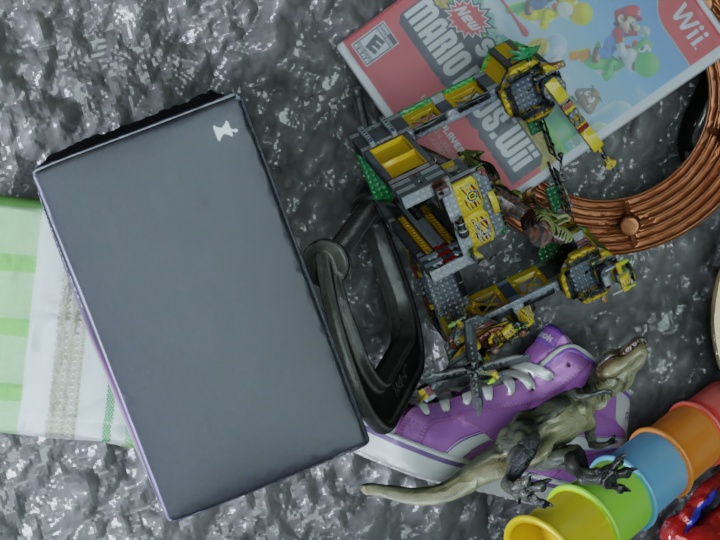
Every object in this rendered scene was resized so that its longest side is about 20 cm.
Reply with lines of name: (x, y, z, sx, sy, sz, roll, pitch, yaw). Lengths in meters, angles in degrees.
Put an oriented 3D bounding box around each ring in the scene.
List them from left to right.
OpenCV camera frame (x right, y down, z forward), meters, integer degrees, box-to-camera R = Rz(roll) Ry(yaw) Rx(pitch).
ring: (0.150, -0.108, 1.182, 0.200, 0.019, 0.201, 1, 98, 10)

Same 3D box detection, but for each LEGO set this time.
LEGO set: (0.086, -0.023, 1.104, 0.153, 0.116, 0.201, -18, 119, -10)

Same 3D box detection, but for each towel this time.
towel: (-0.145, 0.035, 1.179, 0.199, 0.031, 0.150, 8, 93, -9)

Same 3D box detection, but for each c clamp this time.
c clamp: (0.000, 0.000, 1.122, 0.027, 0.200, 0.171, -14, 109, 14)

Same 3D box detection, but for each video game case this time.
video game case: (0.105, -0.137, 1.166, 0.200, 0.017, 0.143, -35, 92, 12)

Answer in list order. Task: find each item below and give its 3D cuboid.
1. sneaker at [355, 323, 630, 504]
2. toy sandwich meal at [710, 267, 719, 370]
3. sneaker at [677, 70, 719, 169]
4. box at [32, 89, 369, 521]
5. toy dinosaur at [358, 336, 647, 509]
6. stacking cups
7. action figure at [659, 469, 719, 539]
sneaker: (0.078, 0.082, 1.204, 0.200, 0.073, 0.115, 14, 91, -22)
toy sandwich meal: (0.314, 0.023, 1.193, 0.204, 0.070, 0.206, 0, 94, -5)
sneaker: (0.291, -0.140, 1.219, 0.115, 0.076, 0.201, 19, 101, -21)
box: (-0.094, 0.011, 1.069, 0.123, 0.198, 0.201, -21, 97, -6)
toy dinosaur: (0.106, 0.109, 1.136, 0.200, 0.088, 0.048, -26, 121, -18)
stacking cups: (0.176, 0.128, 1.181, 0.200, 0.060, 0.061, -32, 103, -34)
action figure: (0.261, 0.154, 1.253, 0.200, 0.052, 0.066, -35, 97, -5)
